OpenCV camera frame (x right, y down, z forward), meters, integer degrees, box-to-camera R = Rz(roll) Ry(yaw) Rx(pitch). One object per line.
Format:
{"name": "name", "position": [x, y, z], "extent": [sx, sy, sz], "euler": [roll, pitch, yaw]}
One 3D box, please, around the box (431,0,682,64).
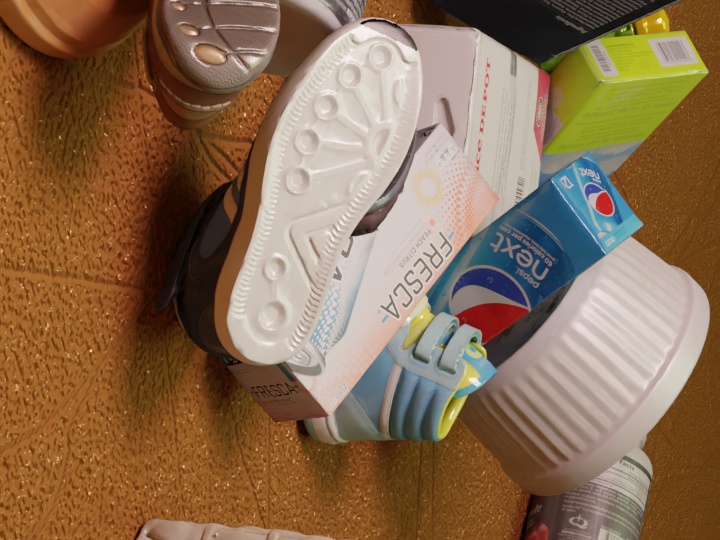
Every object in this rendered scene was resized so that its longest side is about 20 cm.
{"name": "box", "position": [0.167, -0.287, 1.355], "extent": [0.123, 0.196, 0.202], "euler": [23, 63, -31]}

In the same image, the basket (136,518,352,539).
{"name": "basket", "position": [-0.041, 0.226, 1.027], "extent": [0.124, 0.198, 0.136], "euler": [59, 41, -48]}

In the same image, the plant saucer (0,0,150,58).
{"name": "plant saucer", "position": [-0.127, -0.203, 0.901], "extent": [0.200, 0.037, 0.202], "euler": [6, 90, -70]}

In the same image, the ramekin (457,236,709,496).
{"name": "ramekin", "position": [0.148, 0.053, 1.361], "extent": [0.105, 0.200, 0.201], "euler": [41, 46, -16]}

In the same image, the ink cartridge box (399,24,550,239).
{"name": "ink cartridge box", "position": [0.071, -0.093, 1.379], "extent": [0.200, 0.084, 0.147], "euler": [11, 86, -71]}

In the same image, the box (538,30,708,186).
{"name": "box", "position": [0.181, -0.115, 1.528], "extent": [0.121, 0.200, 0.048], "euler": [-10, 63, -35]}

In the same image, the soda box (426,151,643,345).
{"name": "soda box", "position": [0.093, 0.005, 1.278], "extent": [0.064, 0.200, 0.068], "euler": [53, 36, 2]}

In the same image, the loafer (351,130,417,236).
{"name": "loafer", "position": [-0.002, -0.080, 1.151], "extent": [0.201, 0.071, 0.063], "euler": [-95, -178, -50]}

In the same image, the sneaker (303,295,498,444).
{"name": "sneaker", "position": [0.030, 0.021, 1.240], "extent": [0.079, 0.129, 0.202], "euler": [-28, 120, -64]}

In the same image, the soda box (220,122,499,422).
{"name": "soda box", "position": [0.000, 0.000, 1.148], "extent": [0.069, 0.063, 0.200], "euler": [50, 58, -18]}

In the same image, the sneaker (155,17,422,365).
{"name": "sneaker", "position": [-0.047, -0.048, 1.034], "extent": [0.201, 0.080, 0.146], "euler": [-68, -157, 0]}

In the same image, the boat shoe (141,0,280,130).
{"name": "boat shoe", "position": [-0.073, -0.156, 0.926], "extent": [0.072, 0.075, 0.201], "euler": [123, -17, -51]}

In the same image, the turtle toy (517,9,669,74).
{"name": "turtle toy", "position": [0.166, -0.246, 1.536], "extent": [0.101, 0.144, 0.202], "euler": [-95, 171, -82]}

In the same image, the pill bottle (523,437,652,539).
{"name": "pill bottle", "position": [0.225, 0.226, 1.828], "extent": [0.111, 0.110, 0.201], "euler": [63, 38, -54]}

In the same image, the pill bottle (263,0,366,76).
{"name": "pill bottle", "position": [-0.032, -0.220, 1.048], "extent": [0.106, 0.105, 0.202], "euler": [56, 44, -59]}
